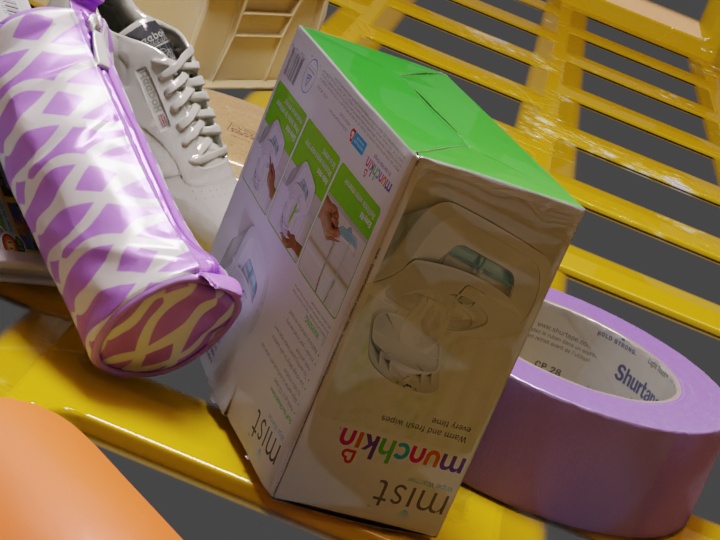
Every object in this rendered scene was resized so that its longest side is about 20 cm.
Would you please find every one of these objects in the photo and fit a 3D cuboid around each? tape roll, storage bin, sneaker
[{"bbox_3d":[0.100,0.067,1.118,0.198,0.066,0.200,21,15,-6],"label":"tape roll"},{"bbox_3d":[-0.157,-0.233,1.705,0.199,0.094,0.198,28,17,23],"label":"storage bin"},{"bbox_3d":[-0.120,-0.091,1.212,0.201,0.080,0.076,52,26,5],"label":"sneaker"}]

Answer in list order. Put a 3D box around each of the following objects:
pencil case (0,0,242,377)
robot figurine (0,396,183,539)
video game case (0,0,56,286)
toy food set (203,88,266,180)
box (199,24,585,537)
[{"bbox_3d":[-0.128,-0.044,1.021,0.084,0.085,0.201,22,36,-58],"label":"pencil case"},{"bbox_3d":[-0.098,0.114,0.608,0.200,0.117,0.144,39,-8,46],"label":"robot figurine"},{"bbox_3d":[-0.213,-0.083,1.065,0.181,0.023,0.201,7,54,-56],"label":"video game case"},{"bbox_3d":[-0.086,-0.071,1.353,0.198,0.049,0.198,17,17,-17],"label":"toy food set"},{"bbox_3d":[0.000,0.000,0.997,0.096,0.178,0.200,15,17,-23],"label":"box"}]
